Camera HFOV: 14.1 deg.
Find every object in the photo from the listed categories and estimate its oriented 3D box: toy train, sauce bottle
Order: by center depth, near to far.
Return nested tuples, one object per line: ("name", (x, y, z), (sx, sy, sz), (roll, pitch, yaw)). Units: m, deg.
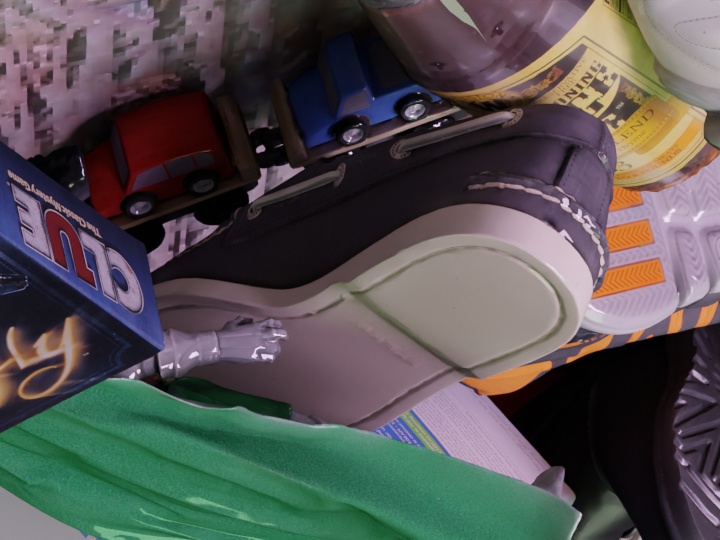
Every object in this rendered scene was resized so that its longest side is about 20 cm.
("sauce bottle", (0.039, -0.074, 0.815), (0.066, 0.066, 0.200), (-30, 152, 25))
("toy train", (-0.057, -0.032, 0.875), (0.199, 0.034, 0.046), (-19, 145, 3))

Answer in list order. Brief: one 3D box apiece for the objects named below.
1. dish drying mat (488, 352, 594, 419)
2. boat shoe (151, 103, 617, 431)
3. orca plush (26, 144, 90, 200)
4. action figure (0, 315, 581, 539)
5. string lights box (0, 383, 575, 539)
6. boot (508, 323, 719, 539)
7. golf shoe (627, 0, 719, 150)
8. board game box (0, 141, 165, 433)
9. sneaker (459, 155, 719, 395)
("dish drying mat", (0.048, 0.054, 1.139), (0.199, 0.018, 0.077), (-13, 156, -11))
("boat shoe", (0.000, 0.000, 0.846), (0.073, 0.063, 0.200), (41, 146, -25))
("orca plush", (-0.174, -0.010, 0.799), (0.199, 0.105, 0.071), (-15, 124, 1))
("action figure", (-0.045, 0.050, 0.829), (0.199, 0.055, 0.118), (20, 145, -6))
("string lights box", (-0.028, 0.074, 0.959), (0.200, 0.103, 0.059), (-11, 143, -53))
("boot", (0.069, 0.105, 1.065), (0.066, 0.165, 0.200), (39, 121, -17))
("golf shoe", (0.158, -0.118, 0.792), (0.200, 0.078, 0.097), (-38, 119, 2))
("board game box", (-0.167, 0.023, 0.706), (0.200, 0.035, 0.135), (-27, 145, 18))
("sneaker", (0.098, -0.009, 0.995), (0.200, 0.078, 0.112), (-5, 168, -38))
